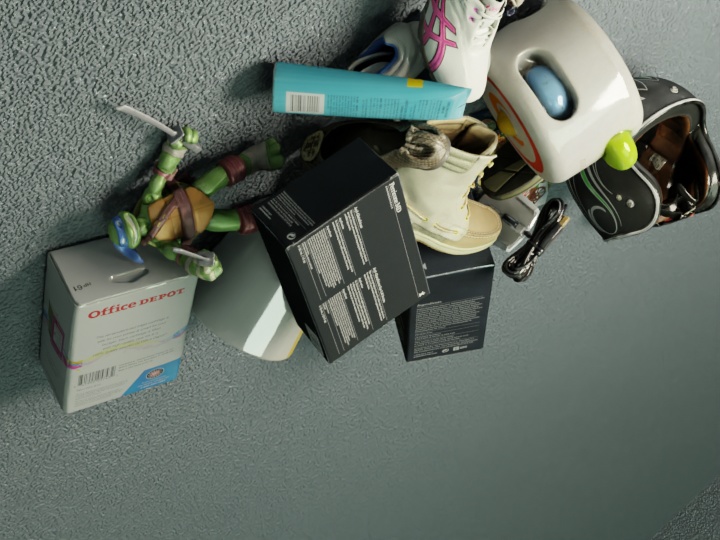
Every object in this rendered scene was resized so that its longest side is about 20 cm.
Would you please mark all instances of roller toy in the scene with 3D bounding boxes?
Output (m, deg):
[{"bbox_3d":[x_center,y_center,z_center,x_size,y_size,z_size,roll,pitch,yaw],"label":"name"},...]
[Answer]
[{"bbox_3d":[0.212,-0.199,1.484,0.139,0.200,0.183,-33,129,-1],"label":"roller toy"}]

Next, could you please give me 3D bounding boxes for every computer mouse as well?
[{"bbox_3d":[0.178,-0.059,1.609,0.044,0.200,0.110,35,93,-23],"label":"computer mouse"}]

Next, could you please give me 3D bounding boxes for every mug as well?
[{"bbox_3d":[-0.098,-0.008,1.532,0.153,0.149,0.187,-55,178,19],"label":"mug"}]

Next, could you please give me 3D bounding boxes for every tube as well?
[{"bbox_3d":[0.010,-0.177,1.347,0.199,0.051,0.077,6,170,-1],"label":"tube"}]

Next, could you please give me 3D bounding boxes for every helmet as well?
[{"bbox_3d":[0.354,-0.148,1.691,0.199,0.192,0.200,-18,179,0],"label":"helmet"}]

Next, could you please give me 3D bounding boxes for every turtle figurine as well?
[{"bbox_3d":[-0.152,-0.072,1.353,0.193,0.144,0.200,-19,152,-31],"label":"turtle figurine"}]

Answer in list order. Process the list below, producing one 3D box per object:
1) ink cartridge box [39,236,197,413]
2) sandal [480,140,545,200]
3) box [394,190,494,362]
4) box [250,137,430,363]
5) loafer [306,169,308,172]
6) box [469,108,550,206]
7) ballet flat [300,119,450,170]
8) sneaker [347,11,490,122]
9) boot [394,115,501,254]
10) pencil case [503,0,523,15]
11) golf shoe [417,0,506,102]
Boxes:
[{"bbox_3d":[-0.272,0.053,1.476,0.144,0.085,0.200,-16,148,-29],"label":"ink cartridge box"},{"bbox_3d":[0.237,-0.142,1.602,0.200,0.080,0.057,-34,133,-8],"label":"sandal"},{"bbox_3d":[0.093,-0.003,1.666,0.106,0.149,0.200,-10,148,-6],"label":"box"},{"bbox_3d":[-0.016,-0.018,1.392,0.141,0.079,0.200,-32,141,-12],"label":"box"},{"bbox_3d":[0.013,-0.100,1.549,0.199,0.076,0.068,4,137,-36],"label":"loafer"},{"bbox_3d":[0.191,-0.139,1.695,0.136,0.038,0.200,-22,149,-20],"label":"box"},{"bbox_3d":[0.006,-0.133,1.405,0.046,0.199,0.068,23,77,-47],"label":"ballet flat"},{"bbox_3d":[0.036,-0.193,1.440,0.146,0.081,0.200,5,144,-28],"label":"sneaker"},{"bbox_3d":[0.112,-0.096,1.483,0.199,0.072,0.155,10,136,-35],"label":"boot"},{"bbox_3d":[0.210,-0.348,1.352,0.200,0.090,0.078,-35,150,2],"label":"pencil case"},{"bbox_3d":[0.104,-0.255,1.310,0.072,0.092,0.201,-22,122,-24],"label":"golf shoe"}]
